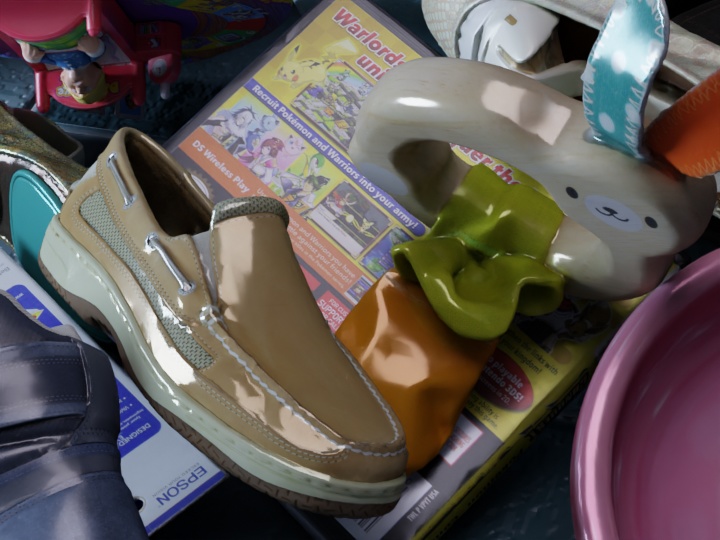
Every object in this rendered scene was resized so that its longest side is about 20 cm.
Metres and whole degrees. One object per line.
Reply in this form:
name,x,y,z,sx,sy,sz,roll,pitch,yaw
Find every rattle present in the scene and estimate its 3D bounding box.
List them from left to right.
rattle,0.049,-0.002,0.571,0.143,0.130,0.200,-43,19,-21

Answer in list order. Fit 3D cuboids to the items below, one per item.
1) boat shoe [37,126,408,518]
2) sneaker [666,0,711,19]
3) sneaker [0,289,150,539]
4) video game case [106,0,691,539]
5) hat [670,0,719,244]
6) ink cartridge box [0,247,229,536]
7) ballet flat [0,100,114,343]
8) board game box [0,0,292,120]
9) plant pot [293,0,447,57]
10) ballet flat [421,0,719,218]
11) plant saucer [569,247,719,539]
boat shoe,-0.048,0.009,0.613,0.071,0.076,0.200,8,22,-49
sneaker,0.162,-0.191,0.870,0.108,0.067,0.201,36,54,17
sneaker,-0.171,0.088,0.619,0.201,0.077,0.147,-20,71,13
video game case,0.000,0.000,0.699,0.181,0.026,0.200,-44,68,-11
hat,0.197,-0.044,0.729,0.199,0.081,0.201,0,43,0
ink cartridge box,-0.144,0.068,0.716,0.099,0.039,0.200,-34,48,-20
ballet flat,-0.145,-0.036,0.802,0.071,0.071,0.200,-39,51,-24
board game box,-0.127,-0.102,0.791,0.158,0.199,0.039,-15,76,49
plant pot,0.037,-0.167,0.818,0.134,0.200,0.201,-18,41,24
ballet flat,0.090,-0.073,0.655,0.199,0.068,0.062,27,41,32
plant saucer,0.168,0.084,0.592,0.199,0.051,0.202,2,66,-4
